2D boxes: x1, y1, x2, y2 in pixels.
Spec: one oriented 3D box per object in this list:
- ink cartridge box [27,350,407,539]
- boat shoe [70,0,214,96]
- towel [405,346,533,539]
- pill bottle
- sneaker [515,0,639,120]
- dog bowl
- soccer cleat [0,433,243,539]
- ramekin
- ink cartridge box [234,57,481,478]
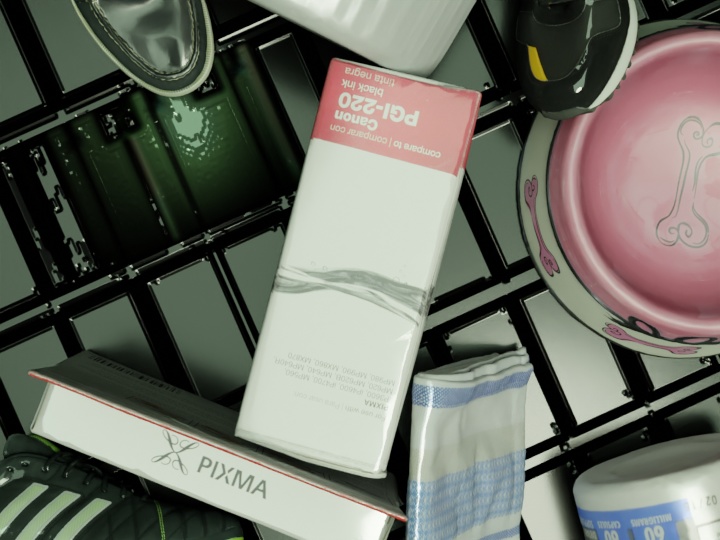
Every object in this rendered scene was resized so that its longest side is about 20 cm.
[{"bbox_3d":[-0.077,0.102,0.791,0.199,0.176,0.045,22,90,-1],"label":"ink cartridge box"},{"bbox_3d":[-0.143,-0.194,0.844,0.074,0.066,0.200,-20,90,-1],"label":"boat shoe"},{"bbox_3d":[0.060,0.146,0.814,0.024,0.147,0.201,3,92,25],"label":"towel"},{"bbox_3d":[0.196,0.201,0.828,0.113,0.114,0.201,-15,90,-1],"label":"pill bottle"},{"bbox_3d":[0.109,-0.184,0.813,0.070,0.090,0.201,-2,66,38],"label":"sneaker"},{"bbox_3d":[0.192,-0.048,0.848,0.199,0.074,0.202,0,90,0],"label":"dog bowl"},{"bbox_3d":[-0.166,0.134,0.848,0.199,0.068,0.082,0,77,-1],"label":"soccer cleat"},{"bbox_3d":[-0.024,-0.180,0.786,0.200,0.200,0.098,27,97,-1],"label":"ramekin"},{"bbox_3d":[0.000,0.000,0.807,0.084,0.146,0.201,13,89,2],"label":"ink cartridge box"}]
